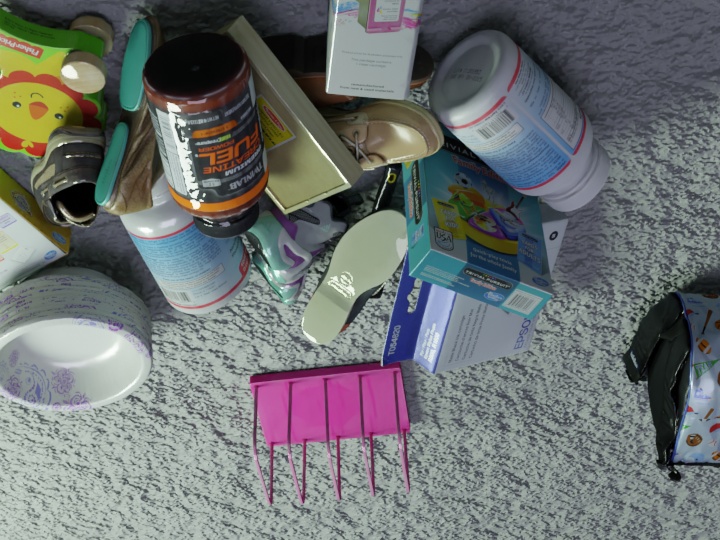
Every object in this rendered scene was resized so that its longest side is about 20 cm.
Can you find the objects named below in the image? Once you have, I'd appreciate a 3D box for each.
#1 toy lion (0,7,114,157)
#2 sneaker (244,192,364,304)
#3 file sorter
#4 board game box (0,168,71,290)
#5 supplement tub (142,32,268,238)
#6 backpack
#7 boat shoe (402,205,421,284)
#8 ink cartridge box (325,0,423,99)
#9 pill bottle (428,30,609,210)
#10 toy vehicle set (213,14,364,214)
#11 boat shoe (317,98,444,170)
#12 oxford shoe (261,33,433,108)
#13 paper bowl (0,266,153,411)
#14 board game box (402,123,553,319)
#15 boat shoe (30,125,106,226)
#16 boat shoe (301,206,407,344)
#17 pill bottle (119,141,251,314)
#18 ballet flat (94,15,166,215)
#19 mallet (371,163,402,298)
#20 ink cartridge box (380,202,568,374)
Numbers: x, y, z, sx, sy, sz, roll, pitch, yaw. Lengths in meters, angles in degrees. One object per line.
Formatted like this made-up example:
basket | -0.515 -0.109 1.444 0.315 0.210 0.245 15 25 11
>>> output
toy lion | -0.349 -0.193 1.481 0.198 0.069 0.192 19 141 -22
sneaker | -0.054 -0.040 1.645 0.139 0.078 0.200 -37 168 -9
file sorter | -0.036 0.219 1.879 0.197 0.126 0.140 -6 137 4
board game box | -0.448 -0.058 1.628 0.152 0.041 0.200 -25 132 22
supplement tub | -0.147 -0.126 1.428 0.105 0.108 0.201 -5 136 3
backpack | 0.418 0.125 1.763 0.152 0.201 0.192 -7 131 -3
boat shoe | 0.099 -0.002 1.698 0.073 0.061 0.201 -14 136 11
ink cartridge box | 0.016 -0.283 1.334 0.083 0.146 0.201 4 137 -5
pill bottle | 0.170 -0.149 1.499 0.108 0.110 0.200 -31 130 27
toy vehicle set | -0.098 -0.153 1.470 0.124 0.027 0.201 -16 118 51
boat shoe | -0.002 -0.130 1.489 0.198 0.065 0.072 1 128 43
oxford shoe | -0.021 -0.200 1.482 0.197 0.072 0.072 2 142 11
paper bowl | -0.346 0.072 1.713 0.198 0.105 0.202 -5 145 -4
board game box | 0.121 -0.059 1.536 0.150 0.202 0.047 20 133 -22
boat shoe | -0.314 -0.084 1.549 0.073 0.074 0.200 0 159 -15
boat shoe | 0.000 0.000 1.648 0.071 0.063 0.201 38 121 7
pill bottle | -0.200 -0.054 1.595 0.107 0.110 0.201 -12 136 10
ballet flat | -0.213 -0.152 1.464 0.072 0.068 0.203 9 98 -33
mallet | 0.024 -0.043 1.672 0.065 0.041 0.201 14 131 -15
ink cartridge box | 0.131 0.025 1.659 0.198 0.041 0.201 -11 131 -30
